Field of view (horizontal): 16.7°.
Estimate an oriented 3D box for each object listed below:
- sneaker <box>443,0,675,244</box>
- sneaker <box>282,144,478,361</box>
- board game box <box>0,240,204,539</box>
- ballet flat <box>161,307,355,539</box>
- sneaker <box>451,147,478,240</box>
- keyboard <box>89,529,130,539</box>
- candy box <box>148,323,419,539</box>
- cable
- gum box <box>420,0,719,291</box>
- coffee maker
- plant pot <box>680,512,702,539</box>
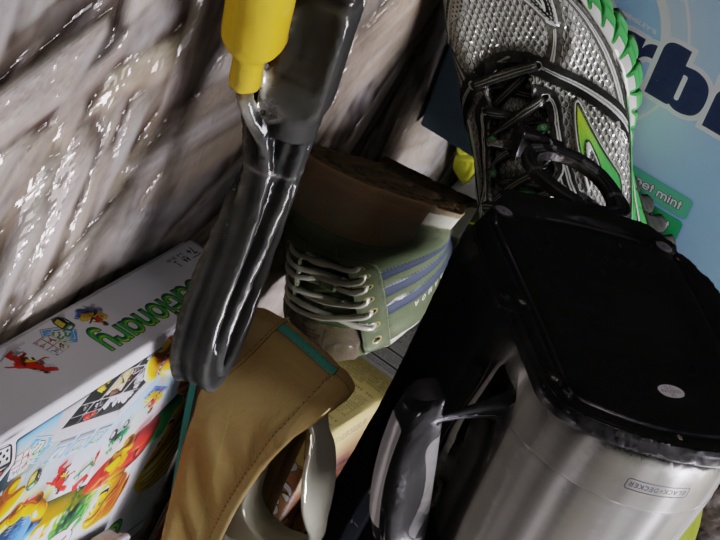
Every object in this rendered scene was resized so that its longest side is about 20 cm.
[{"bbox_3d":[0.083,-0.045,1.049,0.085,0.078,0.200,-46,121,-52],"label":"sneaker"},{"bbox_3d":[0.000,0.000,1.048,0.090,0.067,0.200,-65,169,6],"label":"sneaker"},{"bbox_3d":[-0.119,0.074,0.872,0.200,0.035,0.126,-34,153,-59],"label":"board game box"},{"bbox_3d":[-0.049,0.106,0.948,0.069,0.063,0.200,-45,157,-50],"label":"ballet flat"},{"bbox_3d":[0.086,-0.026,1.253,0.074,0.085,0.200,-50,164,-27],"label":"sneaker"},{"bbox_3d":[-0.139,0.138,0.848,0.056,0.011,0.200,-61,166,20],"label":"keyboard"},{"bbox_3d":[-0.023,0.087,1.182,0.116,0.055,0.200,-61,167,22],"label":"candy box"},{"bbox_3d":[-0.036,-0.057,0.847,0.097,0.050,0.200,-63,175,-56],"label":"cable"},{"bbox_3d":[0.132,-0.103,1.067,0.045,0.170,0.200,-41,159,-47],"label":"gum box"},{"bbox_3d":[0.062,0.083,0.969,0.200,0.135,0.192,-62,-174,30],"label":"coffee maker"},{"bbox_3d":[0.102,0.132,1.375,0.187,0.187,0.200,-59,176,5],"label":"plant pot"}]
